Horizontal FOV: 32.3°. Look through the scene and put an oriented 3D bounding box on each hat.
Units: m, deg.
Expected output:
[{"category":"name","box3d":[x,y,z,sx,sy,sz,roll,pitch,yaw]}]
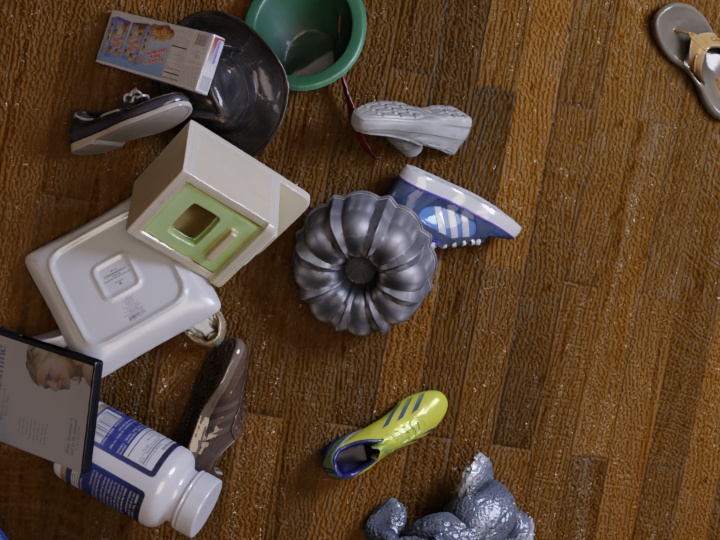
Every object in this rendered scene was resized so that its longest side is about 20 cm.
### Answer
[{"category":"hat","box3d":[-0.060,-0.275,1.676,0.165,0.176,0.201,0,73,9]},{"category":"hat","box3d":[-0.193,-0.229,1.570,0.199,0.081,0.202,4,101,20]}]

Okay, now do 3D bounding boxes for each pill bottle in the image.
[{"category":"pill bottle","box3d":[-0.284,0.261,1.605,0.199,0.111,0.112,27,90,9]}]

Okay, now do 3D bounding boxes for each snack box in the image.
[{"category":"snack box","box3d":[-0.252,-0.273,1.550,0.024,0.199,0.072,15,95,-52]}]

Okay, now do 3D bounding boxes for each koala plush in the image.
[{"category":"koala plush","box3d":[0.144,0.370,1.734,0.200,0.184,0.178,-38,104,-19]}]

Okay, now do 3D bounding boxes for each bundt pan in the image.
[{"category":"bundt pan","box3d":[0.000,0.000,1.651,0.201,0.076,0.203,3,113,8]}]

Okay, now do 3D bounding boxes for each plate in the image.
[{"category":"plate","box3d":[-0.308,0.012,1.592,0.199,0.032,0.201,-29,73,-6]}]

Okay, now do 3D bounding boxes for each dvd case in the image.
[{"category":"dvd case","box3d":[-0.408,0.160,1.572,0.018,0.199,0.144,-5,105,-57]}]

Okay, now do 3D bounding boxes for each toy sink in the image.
[{"category":"toy sink","box3d":[-0.176,-0.069,1.581,0.200,0.112,0.130,32,125,-28]}]

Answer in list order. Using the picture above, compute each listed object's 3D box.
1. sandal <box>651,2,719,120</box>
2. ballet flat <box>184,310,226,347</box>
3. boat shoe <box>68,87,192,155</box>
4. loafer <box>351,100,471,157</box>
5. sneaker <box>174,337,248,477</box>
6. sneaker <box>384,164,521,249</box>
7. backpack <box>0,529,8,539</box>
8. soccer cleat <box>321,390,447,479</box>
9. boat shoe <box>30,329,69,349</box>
[{"category":"sandal","box3d":[0.496,-0.302,1.786,0.080,0.054,0.200,-38,104,-6]},{"category":"ballet flat","box3d":[-0.242,0.019,1.642,0.070,0.065,0.200,-40,103,-4]},{"category":"boat shoe","box3d":[-0.294,-0.198,1.558,0.072,0.199,0.063,0,77,-54]},{"category":"loafer","box3d":[0.067,-0.184,1.663,0.199,0.070,0.070,0,118,-39]},{"category":"sneaker","box3d":[-0.188,0.188,1.685,0.075,0.070,0.201,22,96,-31]},{"category":"sneaker","box3d":[0.108,-0.045,1.719,0.199,0.081,0.147,24,101,-20]},{"category":"backpack","box3d":[-0.534,0.402,1.576,0.199,0.147,0.184,-34,102,-4]},{"category":"soccer cleat","box3d":[0.039,0.233,1.725,0.199,0.084,0.065,-27,102,-9]},{"category":"boat shoe","box3d":[-0.341,0.102,1.625,0.199,0.072,0.068,-13,100,-7]}]
